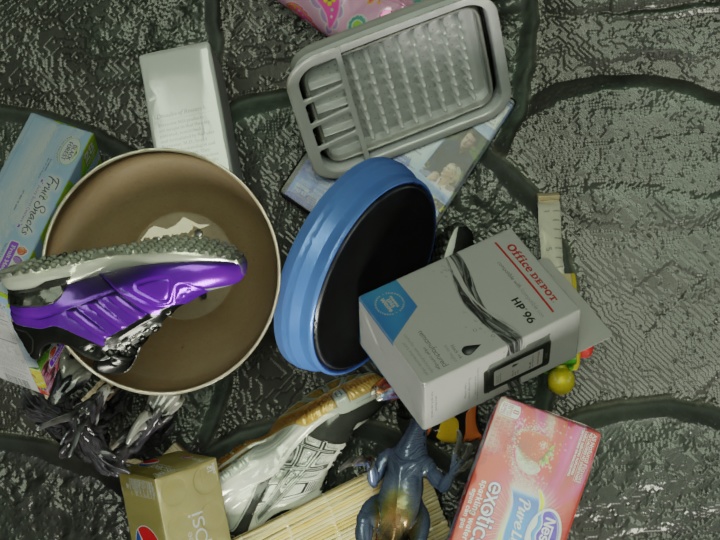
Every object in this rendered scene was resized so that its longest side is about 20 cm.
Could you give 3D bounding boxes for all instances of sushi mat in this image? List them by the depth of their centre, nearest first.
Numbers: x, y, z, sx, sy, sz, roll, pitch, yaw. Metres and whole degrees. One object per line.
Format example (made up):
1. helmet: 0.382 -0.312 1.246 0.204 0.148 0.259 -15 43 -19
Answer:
1. sushi mat: -0.019 0.244 1.656 0.199 0.012 0.096 -26 110 -10

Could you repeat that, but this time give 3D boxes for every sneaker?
1. sneaker: -0.184 0.031 1.470 0.198 0.070 0.100 -7 100 6
2. sneaker: -0.050 0.173 1.675 0.199 0.076 0.088 -35 99 -1
3. sneaker: 0.093 0.060 1.689 0.089 0.070 0.202 13 82 -12

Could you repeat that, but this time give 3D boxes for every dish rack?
1. dish rack: 0.033 -0.175 1.660 0.198 0.172 0.044 -21 54 -2

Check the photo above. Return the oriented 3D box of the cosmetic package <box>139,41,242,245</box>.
1. cosmetic package: -0.149 -0.098 1.691 0.073 0.102 0.202 -12 81 1

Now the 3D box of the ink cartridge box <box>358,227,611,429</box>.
1. ink cartridge box: 0.111 0.041 1.595 0.199 0.068 0.116 -24 52 -19

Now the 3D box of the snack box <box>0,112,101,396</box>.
1. snack box: -0.280 -0.010 1.606 0.067 0.200 0.170 17 64 11

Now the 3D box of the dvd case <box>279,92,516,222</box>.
1. dvd case: 0.035 -0.116 1.732 0.142 0.018 0.201 33 85 6

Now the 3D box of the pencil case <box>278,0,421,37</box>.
1. pencil case: -0.029 -0.271 1.711 0.200 0.087 0.088 38 84 12

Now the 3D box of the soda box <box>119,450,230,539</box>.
1. soda box: -0.153 0.265 1.619 0.067 0.064 0.202 -16 102 -36

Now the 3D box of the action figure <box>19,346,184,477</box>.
1. action figure: -0.221 0.118 1.581 0.118 0.200 0.103 31 88 6

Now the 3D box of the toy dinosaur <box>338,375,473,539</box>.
1. toy dinosaur: 0.023 0.187 1.622 0.104 0.200 0.183 16 63 -8

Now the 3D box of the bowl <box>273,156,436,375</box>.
1. bowl: 0.000 0.000 1.612 0.039 0.201 0.202 26 82 27

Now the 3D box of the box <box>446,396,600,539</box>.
1. box: 0.127 0.219 1.563 0.095 0.100 0.202 20 81 5

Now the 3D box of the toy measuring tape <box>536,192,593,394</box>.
1. toy measuring tape: 0.178 0.027 1.699 0.073 0.074 0.202 -2 60 0

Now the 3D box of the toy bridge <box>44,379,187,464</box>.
1. toy bridge: -0.250 0.124 1.697 0.200 0.027 0.067 44 86 6

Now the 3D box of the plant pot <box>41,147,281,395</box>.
1. plant pot: -0.161 -0.002 1.563 0.198 0.134 0.202 0 93 3
